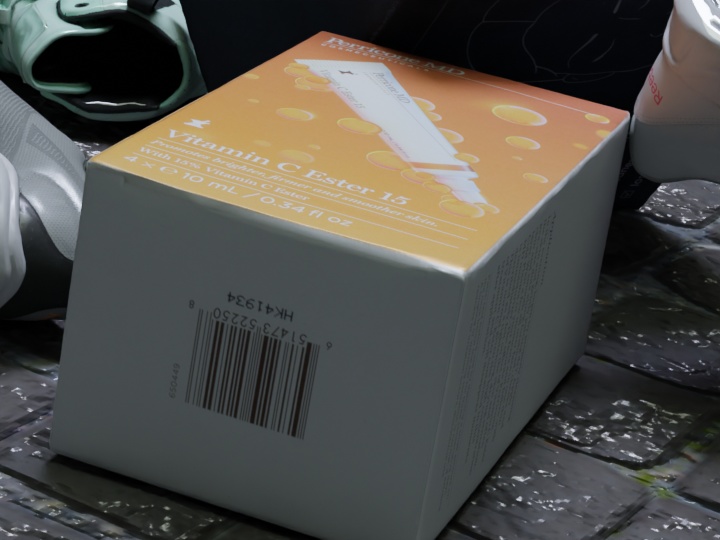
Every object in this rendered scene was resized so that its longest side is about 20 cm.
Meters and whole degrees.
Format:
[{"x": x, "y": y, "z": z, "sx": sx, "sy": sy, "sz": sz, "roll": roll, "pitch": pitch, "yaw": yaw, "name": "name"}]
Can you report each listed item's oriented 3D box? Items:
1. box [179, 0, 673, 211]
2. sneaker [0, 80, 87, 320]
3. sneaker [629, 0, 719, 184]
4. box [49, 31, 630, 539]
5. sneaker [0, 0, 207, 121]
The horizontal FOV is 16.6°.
[{"x": 0.060, "y": -0.123, "z": 0.982, "sx": 0.195, "sy": 0.200, "sz": 0.125, "roll": -4, "pitch": 60, "yaw": -31, "name": "box"}, {"x": -0.141, "y": -0.035, "z": 0.889, "sx": 0.079, "sy": 0.074, "sz": 0.200, "roll": 9, "pitch": 25, "yaw": -31, "name": "sneaker"}, {"x": 0.186, "y": -0.043, "z": 0.884, "sx": 0.199, "sy": 0.100, "sz": 0.078, "roll": 19, "pitch": 45, "yaw": -12, "name": "sneaker"}, {"x": 0.000, "y": 0.000, "z": 0.810, "sx": 0.124, "sy": 0.098, "sz": 0.200, "roll": 16, "pitch": 21, "yaw": 15, "name": "box"}, {"x": -0.155, "y": -0.118, "z": 1.070, "sx": 0.199, "sy": 0.074, "sz": 0.118, "roll": 14, "pitch": 14, "yaw": 2, "name": "sneaker"}]
